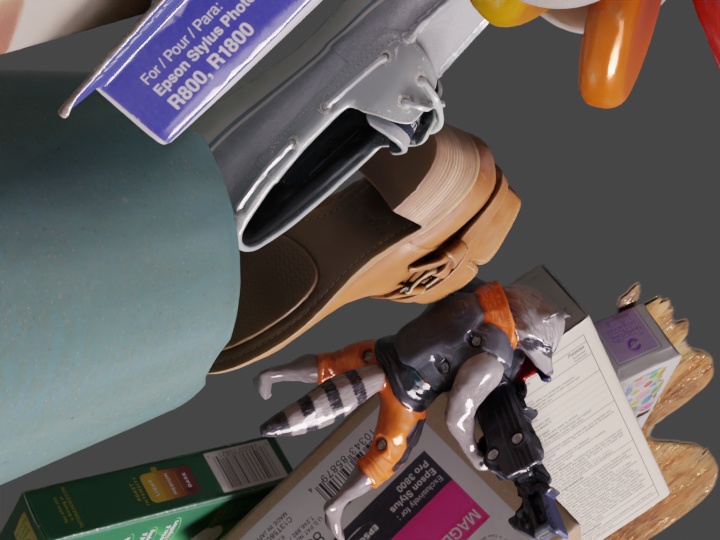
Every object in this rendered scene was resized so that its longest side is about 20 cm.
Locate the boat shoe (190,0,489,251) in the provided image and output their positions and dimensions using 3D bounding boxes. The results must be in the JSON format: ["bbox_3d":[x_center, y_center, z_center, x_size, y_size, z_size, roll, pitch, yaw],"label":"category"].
[{"bbox_3d":[0.006,-0.082,0.802,0.200,0.072,0.070,-38,153,7],"label":"boat shoe"}]

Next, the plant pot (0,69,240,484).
[{"bbox_3d":[-0.164,0.004,0.651,0.195,0.201,0.201,-15,150,-49],"label":"plant pot"}]

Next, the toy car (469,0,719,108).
[{"bbox_3d":[0.145,-0.155,0.698,0.200,0.150,0.175,-47,170,14],"label":"toy car"}]

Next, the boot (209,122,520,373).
[{"bbox_3d":[0.000,0.000,0.944,0.199,0.074,0.154,-36,158,13],"label":"boot"}]

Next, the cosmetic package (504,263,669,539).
[{"bbox_3d":[0.135,0.106,1.183,0.103,0.073,0.201,-32,128,-3],"label":"cosmetic package"}]

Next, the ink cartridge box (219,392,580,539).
[{"bbox_3d":[0.021,0.187,1.095,0.200,0.165,0.075,-43,160,-12],"label":"ink cartridge box"}]

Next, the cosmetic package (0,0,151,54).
[{"bbox_3d":[-0.170,-0.115,0.518,0.198,0.104,0.088,-19,151,-24],"label":"cosmetic package"}]

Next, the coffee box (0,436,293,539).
[{"bbox_3d":[-0.148,0.174,1.106,0.198,0.044,0.123,-10,147,-39],"label":"coffee box"}]

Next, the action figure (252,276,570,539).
[{"bbox_3d":[0.046,0.080,1.006,0.192,0.201,0.105,-33,142,5],"label":"action figure"}]

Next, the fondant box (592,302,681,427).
[{"bbox_3d":[0.159,0.123,1.347,0.143,0.059,0.201,-21,152,-22],"label":"fondant box"}]

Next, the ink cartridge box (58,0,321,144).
[{"bbox_3d":[-0.008,-0.133,0.617,0.196,0.043,0.200,-42,-170,20],"label":"ink cartridge box"}]
